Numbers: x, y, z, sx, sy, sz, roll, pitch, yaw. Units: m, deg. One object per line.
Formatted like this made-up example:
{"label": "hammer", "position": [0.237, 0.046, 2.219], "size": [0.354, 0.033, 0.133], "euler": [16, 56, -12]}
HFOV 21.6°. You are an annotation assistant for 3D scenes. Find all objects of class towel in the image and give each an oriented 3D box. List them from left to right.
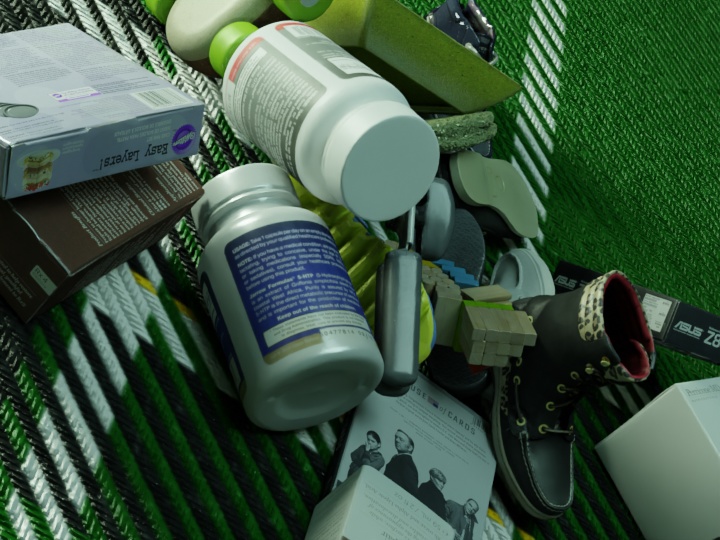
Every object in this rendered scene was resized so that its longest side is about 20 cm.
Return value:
{"label": "towel", "position": [0.026, -0.118, 1.774], "size": [0.199, 0.148, 0.037], "euler": [-15, 97, -52]}

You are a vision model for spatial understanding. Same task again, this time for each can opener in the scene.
{"label": "can opener", "position": [0.049, 0.008, 1.583], "size": [0.066, 0.053, 0.201], "euler": [8, 66, -11]}

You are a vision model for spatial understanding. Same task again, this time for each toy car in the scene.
{"label": "toy car", "position": [-0.075, -0.216, 1.763], "size": [0.200, 0.158, 0.164], "euler": [43, 1, -45]}

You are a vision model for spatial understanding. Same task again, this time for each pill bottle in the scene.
{"label": "pill bottle", "position": [-0.067, 0.018, 1.545], "size": [0.119, 0.120, 0.201], "euler": [7, 51, -43]}
{"label": "pill bottle", "position": [-0.026, -0.125, 1.601], "size": [0.113, 0.114, 0.200], "euler": [13, 19, -39]}

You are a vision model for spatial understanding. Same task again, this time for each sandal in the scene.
{"label": "sandal", "position": [0.000, 0.000, 1.663], "size": [0.201, 0.079, 0.087], "euler": [55, 1, 14]}
{"label": "sandal", "position": [0.081, 0.032, 1.754], "size": [0.075, 0.043, 0.201], "euler": [-2, 58, 2]}

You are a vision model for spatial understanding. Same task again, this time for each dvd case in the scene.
{"label": "dvd case", "position": [0.047, 0.167, 1.603], "size": [0.150, 0.025, 0.200], "euler": [37, 34, -14]}

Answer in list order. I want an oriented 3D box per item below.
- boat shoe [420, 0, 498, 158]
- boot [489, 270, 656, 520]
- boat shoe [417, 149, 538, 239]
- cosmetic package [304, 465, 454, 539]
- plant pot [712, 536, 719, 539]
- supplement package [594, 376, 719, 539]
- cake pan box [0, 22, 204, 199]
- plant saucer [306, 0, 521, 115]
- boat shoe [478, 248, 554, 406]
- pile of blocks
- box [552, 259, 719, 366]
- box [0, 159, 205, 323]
{"label": "boat shoe", "position": [0.109, -0.198, 1.972], "size": [0.074, 0.093, 0.201], "euler": [7, 50, -43]}
{"label": "boot", "position": [0.186, 0.105, 1.642], "size": [0.073, 0.150, 0.202], "euler": [10, 67, -37]}
{"label": "boat shoe", "position": [0.117, -0.072, 1.876], "size": [0.201, 0.063, 0.074], "euler": [19, 58, -57]}
{"label": "cosmetic package", "position": [0.000, 0.254, 1.426], "size": [0.101, 0.074, 0.201], "euler": [36, 35, -14]}
{"label": "plant pot", "position": [0.293, 0.341, 1.559], "size": [0.178, 0.200, 0.199], "euler": [47, 33, 20]}
{"label": "supplement package", "position": [0.338, 0.215, 1.782], "size": [0.121, 0.120, 0.201], "euler": [-4, 58, -48]}
{"label": "cake pan box", "position": [-0.247, -0.130, 1.465], "size": [0.184, 0.053, 0.199], "euler": [32, 34, 33]}
{"label": "plant saucer", "position": [0.025, -0.206, 1.845], "size": [0.199, 0.200, 0.048], "euler": [30, 79, -30]}
{"label": "boat shoe", "position": [0.136, 0.051, 1.784], "size": [0.068, 0.072, 0.201], "euler": [30, 47, -27]}
{"label": "pile of blocks", "position": [0.082, 0.040, 1.685], "size": [0.082, 0.063, 0.200], "euler": [-5, 28, -34]}
{"label": "box", "position": [0.303, 0.052, 1.871], "size": [0.161, 0.049, 0.200], "euler": [23, -1, -31]}
{"label": "box", "position": [-0.221, -0.047, 1.490], "size": [0.100, 0.075, 0.200], "euler": [49, 33, 3]}
